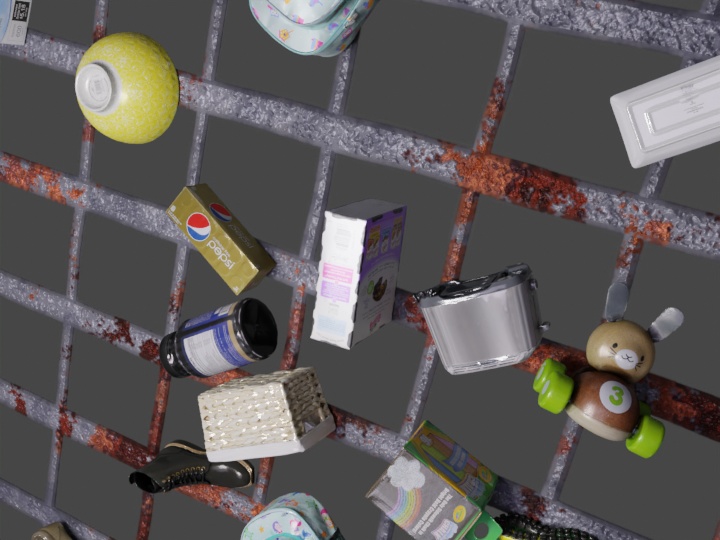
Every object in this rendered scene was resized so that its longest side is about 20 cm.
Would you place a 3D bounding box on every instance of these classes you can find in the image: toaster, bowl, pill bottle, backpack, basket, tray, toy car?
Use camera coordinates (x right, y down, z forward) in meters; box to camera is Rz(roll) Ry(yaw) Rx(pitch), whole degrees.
[{"bbox_3d":[0.180,0.076,1.160,0.200,0.114,0.129,-15,97,24],"label":"toaster"},{"bbox_3d":[-0.431,-0.320,1.349,0.200,0.108,0.200,5,103,23],"label":"bowl"},{"bbox_3d":[-0.256,0.127,1.367,0.200,0.112,0.112,-19,93,27],"label":"pill bottle"},{"bbox_3d":[-0.118,0.509,1.377,0.177,0.151,0.200,-32,83,28],"label":"backpack"},{"bbox_3d":[-0.166,0.248,1.344,0.200,0.136,0.124,-12,92,26],"label":"basket"},{"bbox_3d":[0.446,-0.218,1.026,0.200,0.022,0.107,-18,93,26],"label":"tray"},{"bbox_3d":[0.363,0.126,1.079,0.164,0.158,0.200,26,99,4],"label":"toy car"},{"bbox_3d":[-0.067,-0.421,1.143,0.176,0.153,0.200,40,121,6],"label":"backpack"}]

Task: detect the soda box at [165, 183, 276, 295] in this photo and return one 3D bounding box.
[{"bbox_3d":[-0.243,-0.057,1.347,0.200,0.064,0.068,48,115,7],"label":"soda box"}]

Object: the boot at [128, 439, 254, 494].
[{"bbox_3d":[-0.313,0.388,1.436,0.200,0.138,0.078,4,103,22],"label":"boot"}]

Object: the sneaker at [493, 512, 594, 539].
[{"bbox_3d":[0.303,0.453,1.218,0.200,0.078,0.085,11,113,31],"label":"sneaker"}]

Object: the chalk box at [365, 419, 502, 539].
[{"bbox_3d":[0.136,0.364,1.239,0.200,0.124,0.124,38,113,11],"label":"chalk box"}]

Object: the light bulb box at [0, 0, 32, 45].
[{"bbox_3d":[-0.705,-0.522,1.375,0.125,0.200,0.198,26,111,17],"label":"light bulb box"}]

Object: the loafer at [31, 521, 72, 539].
[{"bbox_3d":[-0.628,0.628,1.674,0.076,0.067,0.200,-17,110,30],"label":"loafer"}]

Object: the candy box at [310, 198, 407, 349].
[{"bbox_3d":[0.000,0.000,1.193,0.071,0.168,0.200,14,106,21],"label":"candy box"}]
